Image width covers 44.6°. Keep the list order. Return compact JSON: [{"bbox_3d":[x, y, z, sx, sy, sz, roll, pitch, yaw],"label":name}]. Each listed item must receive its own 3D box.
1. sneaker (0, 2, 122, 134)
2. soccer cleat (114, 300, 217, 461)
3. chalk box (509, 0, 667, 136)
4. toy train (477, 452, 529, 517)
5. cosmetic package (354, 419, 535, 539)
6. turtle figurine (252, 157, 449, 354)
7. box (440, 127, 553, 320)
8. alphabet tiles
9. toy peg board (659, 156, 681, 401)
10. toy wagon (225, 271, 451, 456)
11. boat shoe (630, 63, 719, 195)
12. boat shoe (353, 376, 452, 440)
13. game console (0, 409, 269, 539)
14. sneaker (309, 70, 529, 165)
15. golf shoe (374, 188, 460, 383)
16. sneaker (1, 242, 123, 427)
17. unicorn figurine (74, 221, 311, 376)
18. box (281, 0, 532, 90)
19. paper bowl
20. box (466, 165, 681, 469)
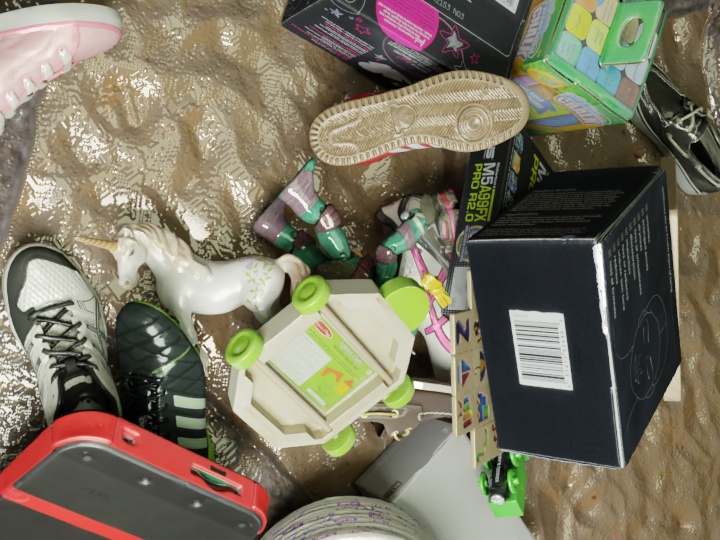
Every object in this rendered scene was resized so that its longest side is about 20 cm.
[{"bbox_3d":[-0.274,-0.140,0.677,0.197,0.075,0.107,-15,94,-19],"label":"sneaker"},{"bbox_3d":[-0.161,0.120,0.711,0.081,0.066,0.203,-60,149,-52],"label":"soccer cleat"},{"bbox_3d":[0.206,-0.222,0.865,0.122,0.199,0.127,26,79,-26],"label":"chalk box"},{"bbox_3d":[0.152,0.157,0.888,0.057,0.041,0.202,60,31,-32],"label":"toy train"},{"bbox_3d":[0.095,0.257,0.887,0.106,0.090,0.202,-39,106,-22],"label":"cosmetic package"},{"bbox_3d":[0.000,0.000,0.789,0.200,0.150,0.101,43,34,-8],"label":"turtle figurine"},{"bbox_3d":[0.147,-0.025,0.871,0.160,0.044,0.204,37,61,-51],"label":"box"},{"bbox_3d":[0.129,0.079,0.798,0.199,0.006,0.170,-7,96,-57],"label":"alphabet tiles"},{"bbox_3d":[0.295,0.003,0.953,0.200,0.096,0.203,-49,135,-61],"label":"toy peg board"},{"bbox_3d":[-0.013,0.067,0.734,0.199,0.040,0.156,-39,128,3],"label":"toy wagon"},{"bbox_3d":[0.381,-0.173,1.038,0.200,0.063,0.071,46,71,-22],"label":"boat shoe"},{"bbox_3d":[0.018,0.129,0.835,0.196,0.072,0.061,8,81,-16],"label":"boat shoe"},{"bbox_3d":[-0.189,0.193,0.694,0.176,0.031,0.199,-38,126,25],"label":"game console"},{"bbox_3d":[0.051,-0.139,0.813,0.195,0.113,0.073,-8,99,0],"label":"sneaker"},{"bbox_3d":[0.066,0.023,0.881,0.090,0.073,0.204,-8,102,5],"label":"golf shoe"},{"bbox_3d":[-0.227,0.074,0.704,0.075,0.087,0.204,-20,100,-24],"label":"sneaker"},{"bbox_3d":[-0.132,0.023,0.749,0.196,0.074,0.140,-7,103,-16],"label":"unicorn figurine"},{"bbox_3d":[0.046,-0.253,0.827,0.197,0.114,0.135,23,79,-28],"label":"box"},{"bbox_3d":[-0.014,0.299,0.794,0.196,0.105,0.205,-2,107,-6],"label":"paper bowl"},{"bbox_3d":[0.200,0.033,0.789,0.196,0.122,0.204,-33,118,-49],"label":"box"}]
